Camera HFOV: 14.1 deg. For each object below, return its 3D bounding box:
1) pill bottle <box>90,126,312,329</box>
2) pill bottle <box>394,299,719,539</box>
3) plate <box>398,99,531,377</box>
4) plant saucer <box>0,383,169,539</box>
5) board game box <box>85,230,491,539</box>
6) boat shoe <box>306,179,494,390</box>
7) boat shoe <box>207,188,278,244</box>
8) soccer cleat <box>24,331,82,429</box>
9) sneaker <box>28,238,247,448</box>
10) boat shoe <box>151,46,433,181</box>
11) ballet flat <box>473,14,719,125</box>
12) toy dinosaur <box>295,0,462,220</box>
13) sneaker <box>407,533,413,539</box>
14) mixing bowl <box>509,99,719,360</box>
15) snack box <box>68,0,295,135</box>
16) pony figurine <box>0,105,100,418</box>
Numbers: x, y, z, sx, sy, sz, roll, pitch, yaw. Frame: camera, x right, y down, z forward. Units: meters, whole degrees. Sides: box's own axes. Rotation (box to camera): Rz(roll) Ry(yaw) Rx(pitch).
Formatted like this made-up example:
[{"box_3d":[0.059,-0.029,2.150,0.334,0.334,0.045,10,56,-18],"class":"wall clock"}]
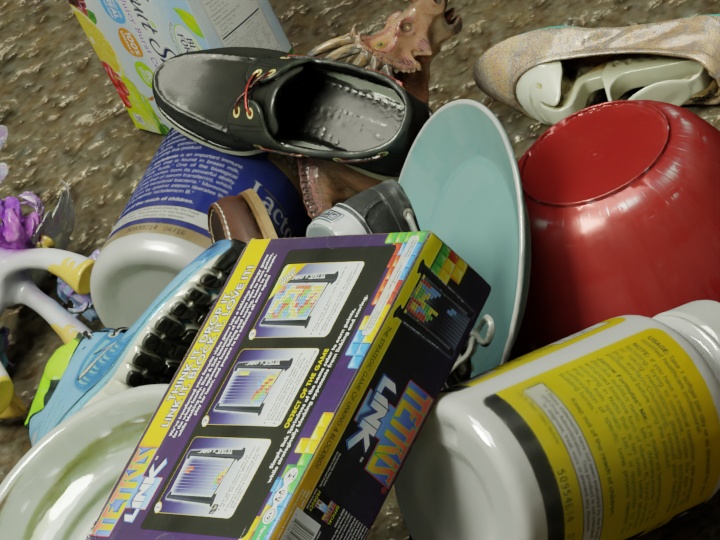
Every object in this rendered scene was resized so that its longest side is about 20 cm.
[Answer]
[{"box_3d":[-0.093,-0.038,1.926,0.115,0.116,0.201,-6,40,29],"class":"pill bottle"},{"box_3d":[0.125,0.091,1.552,0.199,0.115,0.114,-21,26,-33],"class":"pill bottle"},{"box_3d":[0.062,-0.001,1.738,0.025,0.201,0.200,5,25,-22],"class":"plate"},{"box_3d":[-0.135,0.160,1.636,0.199,0.050,0.201,-22,45,23],"class":"plant saucer"},{"box_3d":[-0.039,0.077,1.527,0.165,0.057,0.201,-2,54,54],"class":"board game box"},{"box_3d":[0.038,0.045,1.655,0.068,0.200,0.073,-31,11,-23],"class":"boat shoe"},{"box_3d":[-0.065,0.042,1.771,0.070,0.071,0.201,-15,60,-9],"class":"boat shoe"},{"box_3d":[-0.136,0.112,1.814,0.200,0.067,0.081,32,96,44],"class":"soccer cleat"},{"box_3d":[-0.137,0.051,1.742,0.200,0.078,0.090,-47,45,13],"class":"sneaker"},{"box_3d":[-0.047,-0.108,1.853,0.200,0.063,0.074,15,77,23],"class":"boat shoe"},{"box_3d":[0.159,-0.126,1.911,0.199,0.068,0.068,-9,45,29],"class":"ballet flat"},{"box_3d":[0.000,-0.086,1.905,0.085,0.136,0.200,1,43,36],"class":"toy dinosaur"},{"box_3d":[0.008,0.189,1.588,0.198,0.076,0.114,-4,38,27],"class":"sneaker"},{"box_3d":[0.159,-0.031,1.743,0.199,0.109,0.201,-19,34,13],"class":"mixing bowl"},{"box_3d":[-0.134,-0.184,2.076,0.068,0.201,0.168,-45,37,-24],"class":"snack box"},{"box_3d":[-0.250,0.004,1.970,0.199,0.167,0.193,25,73,42],"class":"pony figurine"}]
